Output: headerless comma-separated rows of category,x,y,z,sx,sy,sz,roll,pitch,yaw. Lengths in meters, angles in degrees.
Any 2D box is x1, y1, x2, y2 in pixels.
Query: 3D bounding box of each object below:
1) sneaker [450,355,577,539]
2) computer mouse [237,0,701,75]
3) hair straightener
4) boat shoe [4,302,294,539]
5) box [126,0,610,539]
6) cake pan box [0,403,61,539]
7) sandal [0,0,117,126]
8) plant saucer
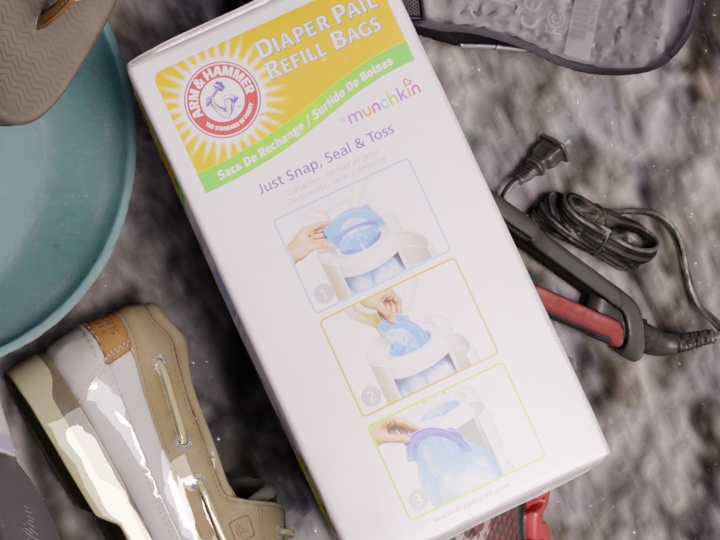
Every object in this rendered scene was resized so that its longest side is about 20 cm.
sneaker,0.038,0.121,0.948,0.097,0.071,0.202,-4,94,-26
computer mouse,0.047,-0.157,0.945,0.199,0.046,0.141,4,97,-15
hair straightener,0.084,-0.018,0.974,0.199,0.041,0.077,24,84,-26
boat shoe,-0.060,0.107,0.895,0.068,0.075,0.201,-32,107,-14
box,0.000,0.000,0.854,0.101,0.112,0.201,-25,87,-4
cake pan box,-0.189,0.083,0.755,0.199,0.185,0.052,23,121,-38
sandal,-0.080,-0.140,0.811,0.200,0.054,0.082,-54,136,-11
plant saucer,-0.177,-0.056,0.818,0.199,0.036,0.201,12,68,-30
